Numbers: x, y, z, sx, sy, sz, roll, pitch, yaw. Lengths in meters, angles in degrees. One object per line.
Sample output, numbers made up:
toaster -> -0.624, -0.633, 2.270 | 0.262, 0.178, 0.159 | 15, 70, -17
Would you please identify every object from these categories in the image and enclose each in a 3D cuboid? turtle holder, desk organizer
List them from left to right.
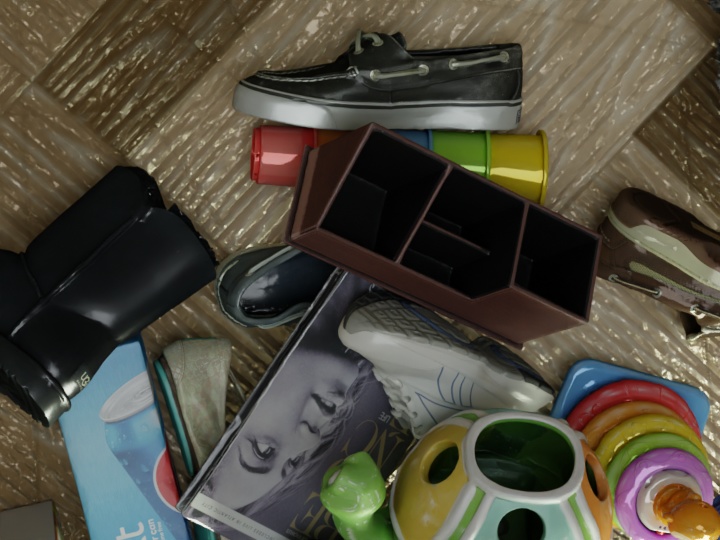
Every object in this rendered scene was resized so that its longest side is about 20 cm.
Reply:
desk organizer -> 0.057, -0.022, 1.515 | 0.200, 0.077, 0.072 | 24, 65, -28
turtle holder -> 0.078, 0.148, 1.523 | 0.185, 0.141, 0.132 | 26, 144, 9

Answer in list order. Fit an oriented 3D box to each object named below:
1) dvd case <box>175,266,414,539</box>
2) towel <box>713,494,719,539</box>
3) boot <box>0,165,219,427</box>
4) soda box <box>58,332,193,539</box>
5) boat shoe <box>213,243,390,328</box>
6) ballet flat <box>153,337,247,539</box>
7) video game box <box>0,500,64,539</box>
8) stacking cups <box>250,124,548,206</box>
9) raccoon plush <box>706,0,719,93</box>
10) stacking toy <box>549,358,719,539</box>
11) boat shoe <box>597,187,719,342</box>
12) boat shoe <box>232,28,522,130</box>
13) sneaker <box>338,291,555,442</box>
dvd case -> -0.022, 0.107, 1.579 | 0.149, 0.016, 0.200 | 34, 91, -45
towel -> 0.264, 0.266, 1.679 | 0.145, 0.024, 0.200 | -27, 109, -30
boot -> -0.214, -0.010, 1.538 | 0.200, 0.076, 0.168 | 37, 67, 21
soda box -> -0.162, 0.140, 1.591 | 0.068, 0.064, 0.200 | -14, 106, -4
boat shoe -> 0.000, 0.000, 1.578 | 0.200, 0.062, 0.073 | -12, 103, -6
ballet flat -> -0.092, 0.141, 1.602 | 0.062, 0.067, 0.200 | -15, 106, -12
video game box -> -0.202, 0.273, 1.549 | 0.047, 0.200, 0.182 | -11, 106, -7
stacking cups -> 0.025, -0.069, 1.570 | 0.200, 0.061, 0.061 | 1, 104, -5
raccoon plush -> 0.292, -0.141, 1.592 | 0.097, 0.134, 0.200 | -8, 73, 9
stacking toy -> 0.202, 0.146, 1.572 | 0.116, 0.200, 0.110 | 15, 101, -16
boat shoe -> 0.251, 0.017, 1.621 | 0.202, 0.075, 0.075 | 28, 113, -8
boat shoe -> 0.012, -0.130, 1.548 | 0.200, 0.071, 0.064 | -1, 105, -16
sneaker -> 0.052, 0.079, 1.565 | 0.200, 0.075, 0.087 | 29, 101, -43
